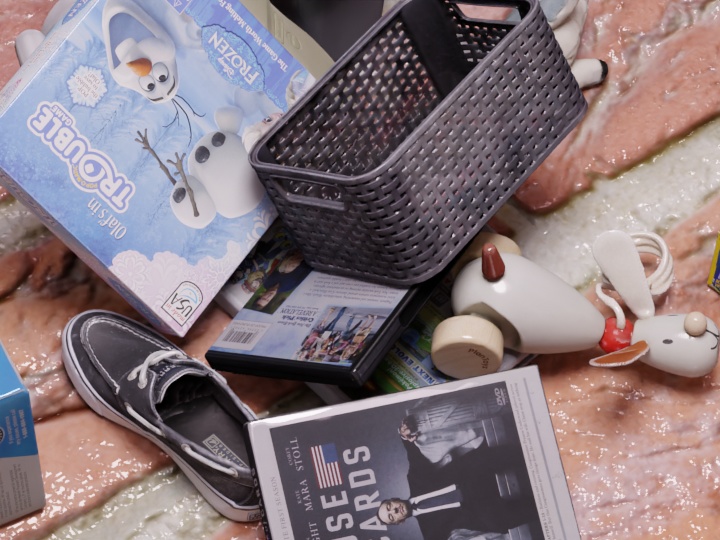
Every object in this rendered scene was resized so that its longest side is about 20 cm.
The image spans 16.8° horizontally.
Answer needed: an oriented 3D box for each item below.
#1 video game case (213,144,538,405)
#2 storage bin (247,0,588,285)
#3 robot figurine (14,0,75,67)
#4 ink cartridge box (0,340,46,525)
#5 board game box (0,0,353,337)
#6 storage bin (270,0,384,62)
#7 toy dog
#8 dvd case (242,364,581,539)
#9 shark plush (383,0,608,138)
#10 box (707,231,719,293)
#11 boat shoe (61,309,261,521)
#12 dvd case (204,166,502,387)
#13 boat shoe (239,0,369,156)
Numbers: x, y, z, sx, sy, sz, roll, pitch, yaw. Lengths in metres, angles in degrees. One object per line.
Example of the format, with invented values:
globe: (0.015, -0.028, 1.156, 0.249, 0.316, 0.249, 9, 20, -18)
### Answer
video game case: (0.023, 0.020, 1.707, 0.182, 0.022, 0.200, -37, 64, -25)
storage bin: (0.040, -0.094, 1.644, 0.135, 0.094, 0.200, 11, 48, 48)
robot figurine: (-0.168, -0.130, 1.752, 0.169, 0.113, 0.201, 13, 45, -37)
ink cartridge box: (-0.311, 0.122, 1.545, 0.199, 0.145, 0.085, -23, 58, -18)
board game box: (-0.134, -0.094, 1.646, 0.199, 0.200, 0.043, -52, 26, -14)
storage bin: (-0.069, -0.240, 1.823, 0.200, 0.135, 0.145, 39, 62, 24)
toy dog: (0.143, 0.018, 1.640, 0.199, 0.096, 0.132, -8, 60, -11)
dvd case: (0.036, 0.152, 1.570, 0.199, 0.025, 0.151, -10, 78, -14)
shark plush: (0.100, -0.144, 1.825, 0.200, 0.091, 0.083, -46, 45, -7)
box: (0.337, -0.046, 1.737, 0.070, 0.064, 0.200, 38, 62, 23)
boat shoe: (-0.126, 0.083, 1.626, 0.072, 0.068, 0.200, -35, 62, -24)
dvd case: (0.000, 0.000, 1.651, 0.142, 0.018, 0.200, 5, 45, 43)
boat shoe: (-0.068, -0.145, 1.746, 0.062, 0.200, 0.071, -32, 33, 21)
